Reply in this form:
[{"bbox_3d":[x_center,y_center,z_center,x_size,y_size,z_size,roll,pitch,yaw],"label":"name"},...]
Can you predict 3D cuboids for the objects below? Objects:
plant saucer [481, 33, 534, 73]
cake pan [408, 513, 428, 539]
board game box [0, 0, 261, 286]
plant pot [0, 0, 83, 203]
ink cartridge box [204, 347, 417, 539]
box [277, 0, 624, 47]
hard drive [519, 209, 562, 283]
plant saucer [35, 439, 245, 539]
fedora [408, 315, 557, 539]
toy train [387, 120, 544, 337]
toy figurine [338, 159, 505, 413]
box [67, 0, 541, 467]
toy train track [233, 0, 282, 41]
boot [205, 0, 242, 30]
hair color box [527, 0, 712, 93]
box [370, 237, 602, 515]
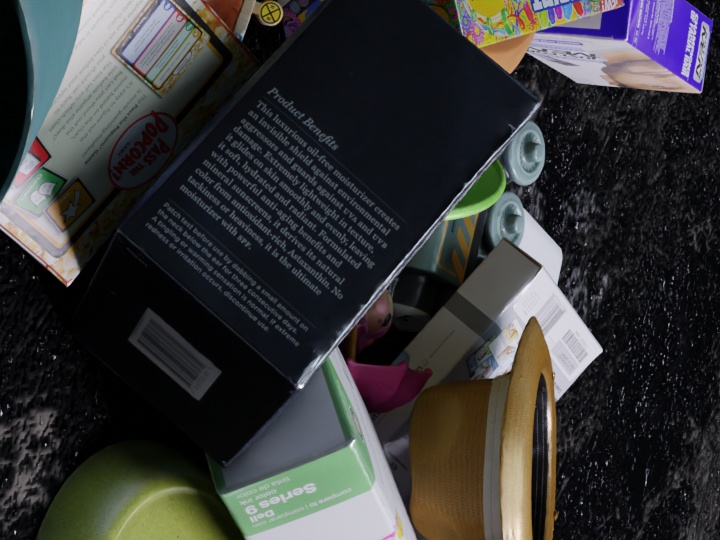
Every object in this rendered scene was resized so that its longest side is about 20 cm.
[{"bbox_3d":[0.064,-0.216,1.690,0.200,0.037,0.200,14,72,-50],"label":"plant saucer"},{"bbox_3d":[0.043,0.236,1.712,0.200,0.037,0.201,13,90,-74],"label":"cake pan"},{"bbox_3d":[-0.148,-0.098,1.225,0.152,0.046,0.200,-49,147,-5],"label":"board game box"},{"bbox_3d":[-0.200,-0.115,1.026,0.161,0.200,0.201,-64,152,-62],"label":"plant pot"},{"bbox_3d":[-0.031,0.114,1.497,0.200,0.087,0.145,63,5,-49],"label":"ink cartridge box"},{"bbox_3d":[0.041,-0.225,1.528,0.200,0.122,0.193,-23,102,-55],"label":"box"},{"bbox_3d":[0.097,0.013,1.912,0.200,0.027,0.132,40,60,-61],"label":"hard drive"},{"bbox_3d":[-0.109,0.193,1.434,0.200,0.031,0.200,11,76,-53],"label":"plant saucer"},{"bbox_3d":[0.075,0.121,1.599,0.201,0.082,0.201,0,90,-80],"label":"fedora"},{"bbox_3d":[0.058,-0.044,1.753,0.114,0.085,0.200,30,71,-51],"label":"toy train"},{"bbox_3d":[0.000,0.000,1.617,0.200,0.150,0.184,-89,-172,-63],"label":"toy figurine"},{"bbox_3d":[-0.035,-0.026,1.328,0.198,0.123,0.200,-48,180,-21],"label":"box"},{"bbox_3d":[-0.062,-0.126,1.446,0.200,0.033,0.115,-70,-159,2],"label":"toy train track"},{"bbox_3d":[-0.096,-0.144,1.395,0.200,0.075,0.107,-59,150,-27],"label":"boot"},{"bbox_3d":[0.184,-0.184,1.953,0.200,0.109,0.065,14,84,-65],"label":"hair color box"},{"bbox_3d":[0.066,0.090,1.735,0.200,0.041,0.156,-50,150,-4],"label":"box"}]
